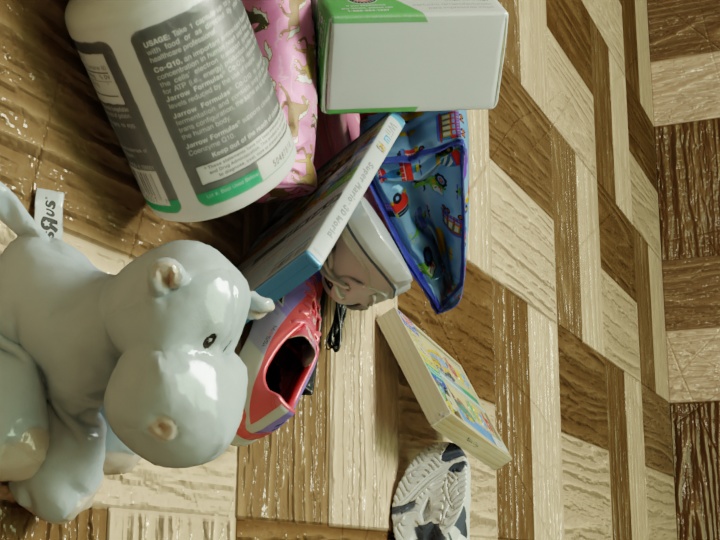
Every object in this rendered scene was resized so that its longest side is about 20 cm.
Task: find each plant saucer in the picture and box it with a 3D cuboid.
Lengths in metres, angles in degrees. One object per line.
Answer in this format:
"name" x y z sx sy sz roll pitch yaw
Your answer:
"plant saucer" 0.001 -0.099 1.119 0.200 0.050 0.203 -16 90 -72

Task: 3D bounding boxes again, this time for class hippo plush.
"hippo plush" -0.124 0.041 0.689 0.159 0.159 0.202 26 61 -63

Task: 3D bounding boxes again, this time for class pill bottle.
"pill bottle" -0.124 -0.143 0.794 0.113 0.112 0.201 -64 142 -51

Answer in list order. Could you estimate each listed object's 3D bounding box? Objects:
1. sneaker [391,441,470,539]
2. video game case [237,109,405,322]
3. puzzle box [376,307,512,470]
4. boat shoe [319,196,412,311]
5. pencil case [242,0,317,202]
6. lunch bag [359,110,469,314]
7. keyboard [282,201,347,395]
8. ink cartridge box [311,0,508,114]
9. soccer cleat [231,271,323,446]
"sneaker" 0.085 0.287 1.230 0.130 0.079 0.201 59 28 -55
"video game case" -0.045 -0.032 0.916 0.018 0.143 0.201 44 39 -13
"puzzle box" 0.090 0.127 1.262 0.134 0.025 0.200 62 11 30
"boat shoe" 0.000 0.000 0.964 0.074 0.065 0.200 59 -1 16
"pencil case" -0.079 -0.150 0.927 0.082 0.086 0.202 -1 85 -33
"lunch bag" 0.066 -0.073 1.091 0.151 0.093 0.201 -90 165 -48
"keyboard" -0.044 0.012 1.063 0.127 0.020 0.202 42 48 -50
"ink cartridge box" 0.021 -0.210 0.999 0.201 0.144 0.085 -113 -158 -54
"soccer cleat" -0.055 0.047 0.942 0.068 0.073 0.201 46 42 -26
